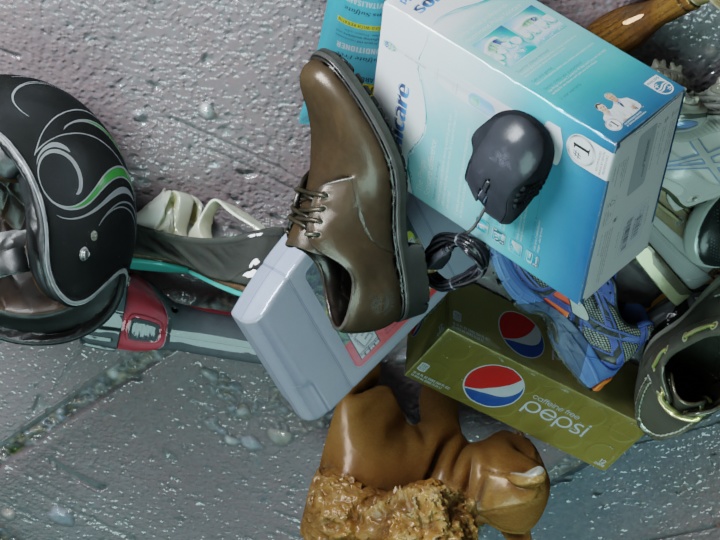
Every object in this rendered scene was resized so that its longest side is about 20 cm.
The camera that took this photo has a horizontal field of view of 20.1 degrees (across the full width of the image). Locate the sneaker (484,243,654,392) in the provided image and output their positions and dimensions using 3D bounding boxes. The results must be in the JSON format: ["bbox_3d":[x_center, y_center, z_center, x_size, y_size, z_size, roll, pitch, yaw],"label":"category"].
[{"bbox_3d":[0.155,0.002,1.557,0.078,0.076,0.200,-34,122,13],"label":"sneaker"}]

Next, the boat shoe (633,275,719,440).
[{"bbox_3d":[0.252,0.076,1.538,0.072,0.060,0.202,30,143,2],"label":"boat shoe"}]

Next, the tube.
[{"bbox_3d":[0.003,-0.169,1.421,0.077,0.051,0.201,13,139,3],"label":"tube"}]

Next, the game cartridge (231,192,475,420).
[{"bbox_3d":[0.000,0.000,1.496,0.041,0.200,0.134,25,155,49],"label":"game cartridge"}]

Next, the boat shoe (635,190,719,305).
[{"bbox_3d":[0.202,-0.064,1.490,0.068,0.075,0.200,-37,121,10],"label":"boat shoe"}]

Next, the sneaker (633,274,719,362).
[{"bbox_3d":[0.306,0.053,1.581,0.198,0.078,0.079,-8,136,17],"label":"sneaker"}]

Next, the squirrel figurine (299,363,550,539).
[{"bbox_3d":[0.056,0.182,1.640,0.185,0.201,0.142,17,127,5],"label":"squirrel figurine"}]

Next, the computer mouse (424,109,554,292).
[{"bbox_3d":[0.076,-0.039,1.362,0.059,0.034,0.200,44,145,12],"label":"computer mouse"}]

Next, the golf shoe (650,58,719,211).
[{"bbox_3d":[0.252,-0.086,1.434,0.198,0.079,0.098,9,121,-13],"label":"golf shoe"}]

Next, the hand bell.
[{"bbox_3d":[0.216,-0.184,1.373,0.104,0.105,0.199,38,139,-28],"label":"hand bell"}]

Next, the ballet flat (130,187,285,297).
[{"bbox_3d":[-0.125,-0.022,1.542,0.199,0.069,0.068,13,178,36],"label":"ballet flat"}]

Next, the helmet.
[{"bbox_3d":[-0.252,-0.040,1.462,0.198,0.191,0.202,2,97,16],"label":"helmet"}]

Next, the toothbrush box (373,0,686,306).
[{"bbox_3d":[0.106,-0.097,1.380,0.199,0.085,0.147,33,140,26],"label":"toothbrush box"}]

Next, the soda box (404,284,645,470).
[{"bbox_3d":[0.136,0.083,1.634,0.199,0.064,0.068,26,131,-19],"label":"soda box"}]

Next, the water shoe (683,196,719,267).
[{"bbox_3d":[0.332,-0.035,1.461,0.198,0.079,0.072,-11,116,-11],"label":"water shoe"}]

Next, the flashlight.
[{"bbox_3d":[-0.122,0.043,1.622,0.198,0.068,0.068,9,161,-10],"label":"flashlight"}]

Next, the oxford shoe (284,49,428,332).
[{"bbox_3d":[-0.014,-0.050,1.393,0.084,0.073,0.202,-21,106,-23],"label":"oxford shoe"}]
